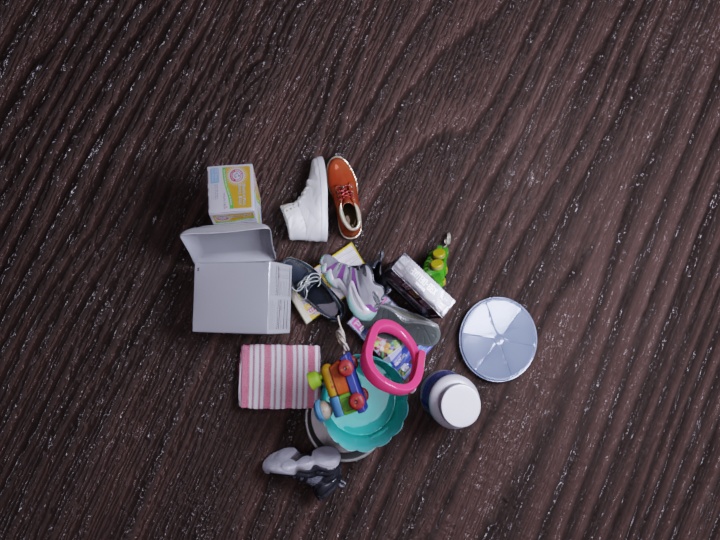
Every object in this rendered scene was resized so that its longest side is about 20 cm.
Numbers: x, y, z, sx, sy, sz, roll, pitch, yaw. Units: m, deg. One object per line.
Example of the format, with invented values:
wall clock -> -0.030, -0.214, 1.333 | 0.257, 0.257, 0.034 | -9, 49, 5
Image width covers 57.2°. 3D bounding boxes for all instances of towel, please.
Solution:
towel -> -0.189, 0.250, 1.554 | 0.194, 0.030, 0.151 | 0, 81, 4

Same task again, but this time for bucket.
bucket -> 0.004, 0.293, 1.489 | 0.201, 0.135, 0.213 | 0, 86, -5

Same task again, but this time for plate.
plate -> -0.295, -0.062, 1.501 | 0.194, 0.200, 0.033 | -4, 70, -5

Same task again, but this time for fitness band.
fitness band -> 0.070, 0.189, 1.432 | 0.141, 0.201, 0.038 | 29, 125, -6

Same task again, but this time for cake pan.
cake pan -> -0.035, 0.348, 1.569 | 0.194, 0.037, 0.206 | 0, 86, -4

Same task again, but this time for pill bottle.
pill bottle -> 0.207, 0.296, 1.510 | 0.116, 0.200, 0.123 | 0, 86, -4

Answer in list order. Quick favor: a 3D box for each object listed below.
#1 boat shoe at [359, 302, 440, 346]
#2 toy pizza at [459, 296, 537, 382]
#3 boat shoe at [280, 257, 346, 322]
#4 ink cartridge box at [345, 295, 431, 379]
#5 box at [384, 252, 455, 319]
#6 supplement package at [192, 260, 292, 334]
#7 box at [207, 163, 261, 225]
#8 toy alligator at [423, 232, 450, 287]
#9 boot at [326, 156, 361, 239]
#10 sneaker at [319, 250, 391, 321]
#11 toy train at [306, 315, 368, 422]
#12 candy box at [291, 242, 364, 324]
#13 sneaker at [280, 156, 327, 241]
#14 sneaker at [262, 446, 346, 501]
boat shoe -> 0.091, 0.123, 1.549 | 0.197, 0.065, 0.076 | 13, 103, 3
toy pizza -> 0.334, 0.168, 1.612 | 0.194, 0.032, 0.206 | 0, 87, -6
boat shoe -> -0.114, 0.044, 1.545 | 0.075, 0.062, 0.200 | -42, 86, -2
ink cartridge box -> 0.074, 0.152, 1.591 | 0.200, 0.042, 0.120 | 45, 85, -2
box -> 0.127, 0.040, 1.520 | 0.157, 0.200, 0.050 | 43, 82, -1
supplement package -> -0.267, 0.063, 1.498 | 0.195, 0.110, 0.160 | 0, 85, 21
box -> -0.281, -0.146, 1.492 | 0.098, 0.200, 0.116 | -4, 75, -5
toy alligator -> 0.178, -0.024, 1.564 | 0.053, 0.202, 0.060 | -2, 128, 16
boot -> -0.035, -0.181, 1.570 | 0.073, 0.107, 0.205 | -14, 86, -3
sneaker -> 0.000, 0.000, 1.508 | 0.201, 0.077, 0.141 | 48, 111, 25
toy train -> -0.064, 0.211, 1.387 | 0.113, 0.085, 0.205 | -20, 87, 8
candy box -> -0.076, 0.031, 1.592 | 0.198, 0.026, 0.103 | -34, 90, -5
sneaker -> -0.136, -0.171, 1.577 | 0.112, 0.074, 0.206 | -1, 88, -7
sneaker -> -0.129, 0.476, 1.533 | 0.195, 0.076, 0.116 | -9, 113, 17
